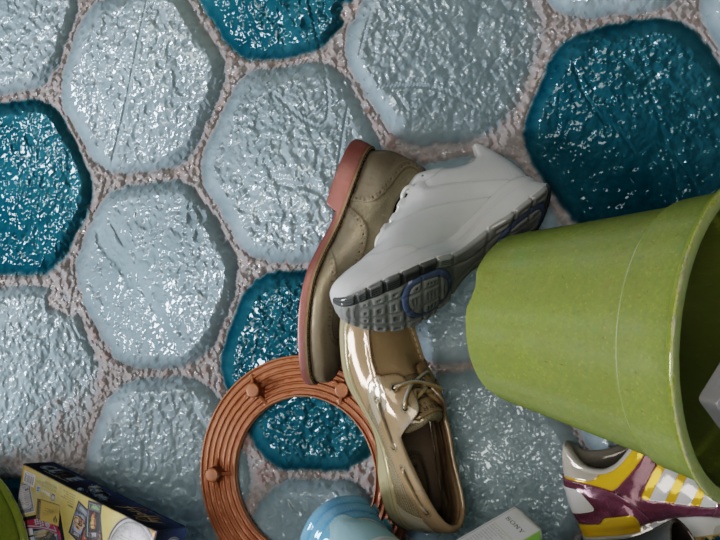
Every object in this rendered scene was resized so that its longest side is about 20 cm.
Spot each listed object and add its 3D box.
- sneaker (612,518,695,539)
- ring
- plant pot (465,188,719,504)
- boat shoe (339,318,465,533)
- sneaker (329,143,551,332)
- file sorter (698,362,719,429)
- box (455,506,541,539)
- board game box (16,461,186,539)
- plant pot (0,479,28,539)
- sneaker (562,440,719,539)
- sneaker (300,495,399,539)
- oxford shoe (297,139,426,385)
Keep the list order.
[{"bbox_3d":[0.186,0.265,0.645,0.106,0.074,0.203,-36,49,34],"label":"sneaker"},{"bbox_3d":[-0.049,0.173,0.851,0.197,0.019,0.205,-1,88,20],"label":"ring"},{"bbox_3d":[0.177,0.039,0.685,0.188,0.198,0.204,4,89,45],"label":"plant pot"},{"bbox_3d":[0.040,0.103,0.781,0.064,0.070,0.204,-8,99,55],"label":"boat shoe"},{"bbox_3d":[0.052,-0.025,0.769,0.198,0.075,0.087,-32,61,-25],"label":"sneaker"},{"bbox_3d":[0.320,0.090,0.589,0.140,0.200,0.124,-53,32,-14],"label":"file sorter"},{"bbox_3d":[0.047,0.272,0.710,0.197,0.036,0.147,-22,120,-19],"label":"box"},{"bbox_3d":[-0.234,0.258,0.867,0.198,0.034,0.138,11,92,40],"label":"board game box"},{"bbox_3d":[-0.422,0.271,0.862,0.197,0.192,0.205,-4,82,33],"label":"plant pot"},{"bbox_3d":[0.241,0.139,0.722,0.197,0.075,0.092,-20,88,16],"label":"sneaker"},{"bbox_3d":[0.021,0.253,0.788,0.079,0.202,0.130,-32,32,-15],"label":"sneaker"},{"bbox_3d":[0.000,0.000,0.815,0.073,0.070,0.204,15,94,13],"label":"oxford shoe"}]
